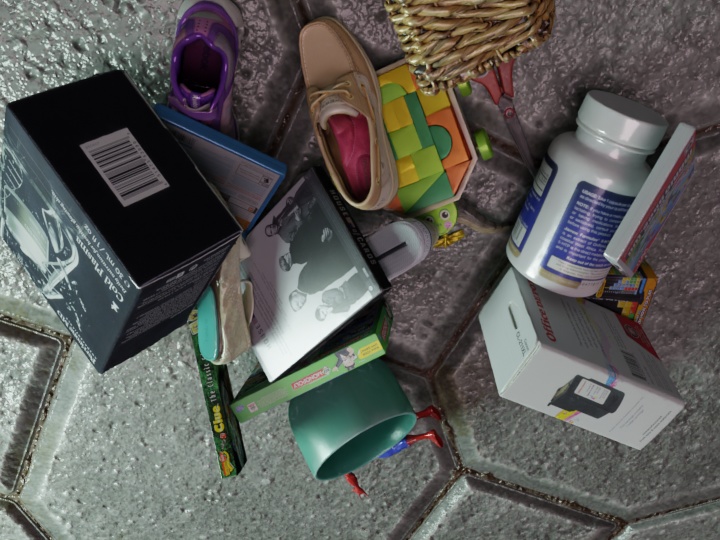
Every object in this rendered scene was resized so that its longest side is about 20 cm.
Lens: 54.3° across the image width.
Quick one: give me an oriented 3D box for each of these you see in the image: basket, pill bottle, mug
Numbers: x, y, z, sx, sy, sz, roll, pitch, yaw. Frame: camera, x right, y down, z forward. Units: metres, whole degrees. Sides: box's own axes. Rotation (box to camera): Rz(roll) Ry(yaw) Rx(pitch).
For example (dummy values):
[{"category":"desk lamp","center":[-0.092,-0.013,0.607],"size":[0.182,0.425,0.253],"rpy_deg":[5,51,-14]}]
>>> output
[{"category":"basket","center":[0.079,-0.270,0.598],"size":[0.141,0.201,0.150],"rpy_deg":[-23,121,12]},{"category":"pill bottle","center":[0.250,-0.085,0.775],"size":[0.118,0.120,0.203],"rpy_deg":[12,120,-11]},{"category":"mug","center":[-0.030,0.190,0.914],"size":[0.184,0.115,0.152],"rpy_deg":[-39,153,13]}]

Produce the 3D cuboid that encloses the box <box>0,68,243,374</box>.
[{"category":"box","center":[-0.242,-0.042,0.681],"size":[0.201,0.123,0.197],"rpy_deg":[51,141,6]}]

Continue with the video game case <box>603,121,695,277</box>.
[{"category":"video game case","center":[0.313,-0.065,0.750],"size":[0.017,0.199,0.145],"rpy_deg":[32,99,24]}]

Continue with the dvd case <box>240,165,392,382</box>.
[{"category":"dvd case","center":[-0.071,0.009,0.761],"size":[0.200,0.025,0.152],"rpy_deg":[-40,74,35]}]

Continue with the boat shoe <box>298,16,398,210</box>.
[{"category":"boat shoe","center":[-0.016,-0.157,0.700],"size":[0.073,0.069,0.203],"rpy_deg":[-20,94,22]}]

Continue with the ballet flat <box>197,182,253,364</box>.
[{"category":"ballet flat","center":[-0.148,0.002,0.761],"size":[0.062,0.067,0.204],"rpy_deg":[-14,114,-41]}]

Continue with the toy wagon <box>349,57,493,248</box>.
[{"category":"toy wagon","center":[0.062,-0.118,0.750],"size":[0.153,0.040,0.203],"rpy_deg":[-19,98,18]}]

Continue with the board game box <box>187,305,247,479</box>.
[{"category":"board game box","center":[-0.170,0.136,0.834],"size":[0.023,0.105,0.204],"rpy_deg":[-13,84,-2]}]

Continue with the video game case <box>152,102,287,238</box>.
[{"category":"video game case","center":[-0.180,-0.081,0.761],"size":[0.141,0.018,0.200],"rpy_deg":[23,142,-18]}]

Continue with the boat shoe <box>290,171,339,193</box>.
[{"category":"boat shoe","center":[-0.045,-0.016,0.833],"size":[0.071,0.061,0.205],"rpy_deg":[-6,123,0]}]

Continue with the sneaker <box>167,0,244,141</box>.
[{"category":"sneaker","center":[-0.162,-0.169,0.713],"size":[0.079,0.089,0.203],"rpy_deg":[5,123,-9]}]

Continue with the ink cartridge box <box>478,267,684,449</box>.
[{"category":"ink cartridge box","center":[0.247,0.099,0.811],"size":[0.197,0.147,0.083],"rpy_deg":[22,121,-15]}]

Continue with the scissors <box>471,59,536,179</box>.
[{"category":"scissors","center":[0.153,-0.183,0.772],"size":[0.072,0.014,0.203],"rpy_deg":[-14,123,2]}]

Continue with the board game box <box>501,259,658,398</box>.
[{"category":"board game box","center":[0.274,0.077,0.917],"size":[0.162,0.057,0.203],"rpy_deg":[1,122,-6]}]

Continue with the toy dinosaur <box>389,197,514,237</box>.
[{"category":"toy dinosaur","center":[0.087,-0.070,0.820],"size":[0.199,0.048,0.088],"rpy_deg":[32,108,-25]}]

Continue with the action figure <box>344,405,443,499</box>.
[{"category":"action figure","center":[0.033,0.262,1.005],"size":[0.197,0.066,0.099],"rpy_deg":[-20,130,21]}]

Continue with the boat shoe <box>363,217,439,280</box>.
[{"category":"boat shoe","center":[0.000,0.000,0.765],"size":[0.198,0.062,0.073],"rpy_deg":[-22,85,32]}]

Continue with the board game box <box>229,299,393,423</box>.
[{"category":"board game box","center":[-0.055,0.108,0.867],"size":[0.198,0.135,0.029],"rpy_deg":[-27,101,13]}]
